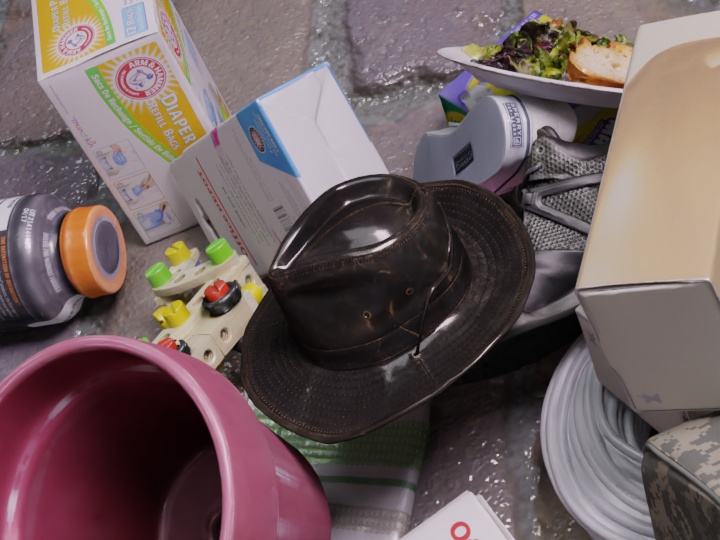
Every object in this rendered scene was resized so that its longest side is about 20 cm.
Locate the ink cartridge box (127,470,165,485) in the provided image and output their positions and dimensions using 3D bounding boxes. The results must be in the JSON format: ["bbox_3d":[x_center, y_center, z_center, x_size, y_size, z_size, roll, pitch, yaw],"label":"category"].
[{"bbox_3d":[-0.245,0.144,0.858,0.145,0.199,0.048,-45,46,21],"label":"ink cartridge box"}]

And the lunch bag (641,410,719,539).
[{"bbox_3d":[0.252,0.153,0.675,0.165,0.203,0.139,-19,10,-10],"label":"lunch bag"}]

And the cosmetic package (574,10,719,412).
[{"bbox_3d":[0.180,-0.035,0.714,0.070,0.106,0.202,-6,47,30],"label":"cosmetic package"}]

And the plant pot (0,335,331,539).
[{"bbox_3d":[-0.112,0.150,0.787,0.197,0.178,0.203,-7,75,27],"label":"plant pot"}]

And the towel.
[{"bbox_3d":[-0.031,0.138,0.917,0.147,0.031,0.202,-2,53,22],"label":"towel"}]

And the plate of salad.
[{"bbox_3d":[0.151,-0.148,0.926,0.197,0.049,0.200,6,15,-2],"label":"plate of salad"}]

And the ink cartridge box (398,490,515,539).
[{"bbox_3d":[0.032,0.250,0.767,0.199,0.083,0.147,-34,49,-6],"label":"ink cartridge box"}]

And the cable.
[{"bbox_3d":[0.210,0.096,0.827,0.198,0.070,0.201,-27,49,1],"label":"cable"}]

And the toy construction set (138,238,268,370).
[{"bbox_3d":[-0.135,0.058,0.971,0.130,0.092,0.202,-6,50,45],"label":"toy construction set"}]

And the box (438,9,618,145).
[{"bbox_3d":[0.167,-0.116,1.026,0.117,0.049,0.199,-41,52,-14],"label":"box"}]

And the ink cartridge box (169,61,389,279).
[{"bbox_3d":[-0.061,-0.065,0.987,0.067,0.116,0.199,-32,7,-27],"label":"ink cartridge box"}]

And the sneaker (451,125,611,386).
[{"bbox_3d":[0.111,-0.013,0.852,0.198,0.076,0.115,-35,66,2],"label":"sneaker"}]

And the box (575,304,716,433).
[{"bbox_3d":[0.233,0.006,0.788,0.199,0.078,0.095,-39,49,-9],"label":"box"}]

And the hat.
[{"bbox_3d":[0.000,0.000,0.798,0.198,0.081,0.203,-17,46,18],"label":"hat"}]

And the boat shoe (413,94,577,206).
[{"bbox_3d":[0.103,-0.084,0.966,0.085,0.202,0.076,-7,79,-18],"label":"boat shoe"}]

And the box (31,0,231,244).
[{"bbox_3d":[-0.175,-0.137,1.077,0.100,0.201,0.113,-21,48,5],"label":"box"}]

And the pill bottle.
[{"bbox_3d":[-0.292,-0.003,1.083,0.197,0.107,0.107,-8,51,16],"label":"pill bottle"}]
